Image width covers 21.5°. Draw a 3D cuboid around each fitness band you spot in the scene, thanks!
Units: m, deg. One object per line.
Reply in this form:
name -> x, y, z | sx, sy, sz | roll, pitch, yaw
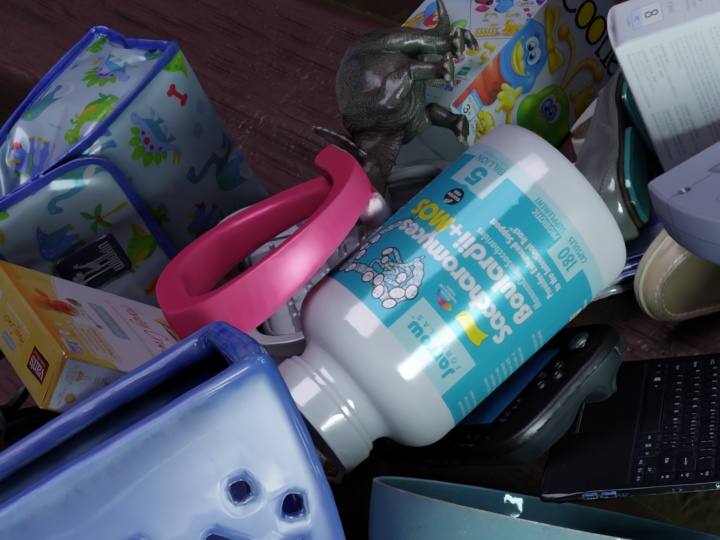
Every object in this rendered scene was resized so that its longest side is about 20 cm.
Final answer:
fitness band -> -0.054, -0.012, 1.110 | 0.143, 0.038, 0.200 | -38, 13, -1

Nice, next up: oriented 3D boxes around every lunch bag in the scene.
lunch bag -> -0.182, -0.047, 1.372 | 0.127, 0.171, 0.200 | 16, 57, 44

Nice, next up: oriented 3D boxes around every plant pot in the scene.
plant pot -> 0.093, 0.187, 0.945 | 0.199, 0.199, 0.136 | 8, 87, 39
plant pot -> -0.097, 0.155, 0.921 | 0.199, 0.181, 0.200 | -30, 7, -6

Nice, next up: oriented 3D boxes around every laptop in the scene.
laptop -> 0.196, 0.037, 1.031 | 0.198, 0.104, 0.177 | -6, 18, 15

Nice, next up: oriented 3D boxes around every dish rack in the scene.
dish rack -> 0.000, 0.000, 1.206 | 0.170, 0.044, 0.200 | -15, 26, -4

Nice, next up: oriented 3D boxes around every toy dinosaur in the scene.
toy dinosaur -> 0.020, -0.125, 1.235 | 0.101, 0.077, 0.201 | -5, 52, 16

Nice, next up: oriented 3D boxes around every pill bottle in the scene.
pill bottle -> 0.043, 0.020, 1.053 | 0.200, 0.111, 0.111 | -42, 39, -10

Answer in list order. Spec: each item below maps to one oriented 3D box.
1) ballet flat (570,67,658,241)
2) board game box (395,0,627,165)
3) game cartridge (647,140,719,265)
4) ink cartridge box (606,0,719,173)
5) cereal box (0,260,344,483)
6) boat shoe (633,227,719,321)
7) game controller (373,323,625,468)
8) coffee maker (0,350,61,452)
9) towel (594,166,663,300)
ballet flat -> 0.160, -0.080, 1.229 | 0.063, 0.068, 0.200 | -18, 25, 25
board game box -> 0.107, -0.156, 1.351 | 0.105, 0.103, 0.200 | 21, 62, 44
game cartridge -> 0.249, -0.044, 1.033 | 0.133, 0.041, 0.200 | -26, 17, -17
ink cartridge box -> 0.269, -0.120, 1.158 | 0.199, 0.161, 0.047 | -18, 41, 16
cereal box -> -0.113, 0.058, 1.107 | 0.144, 0.199, 0.040 | 39, 108, 55
boat shoe -> 0.259, -0.021, 1.133 | 0.199, 0.072, 0.065 | -26, 37, -2
game controller -> 0.076, 0.075, 1.105 | 0.104, 0.042, 0.200 | -35, 8, -23
coffee maker -> -0.139, 0.151, 1.111 | 0.199, 0.193, 0.135 | 7, 35, 36
towel -> 0.107, -0.009, 1.233 | 0.198, 0.024, 0.147 | -18, 28, 8
